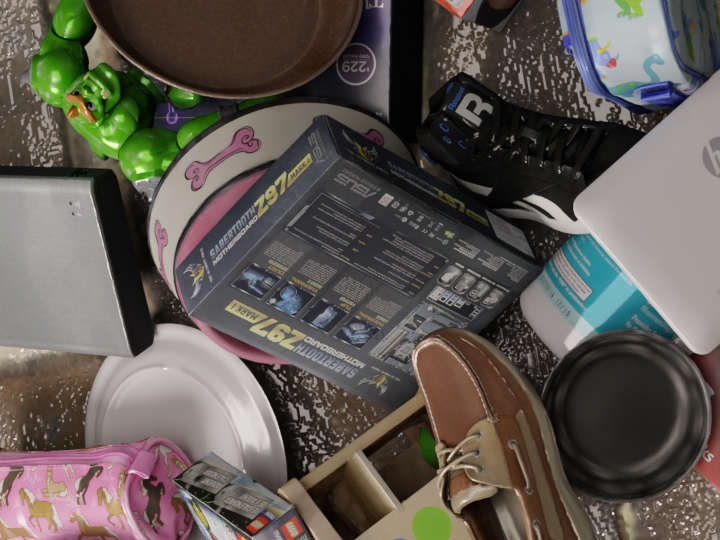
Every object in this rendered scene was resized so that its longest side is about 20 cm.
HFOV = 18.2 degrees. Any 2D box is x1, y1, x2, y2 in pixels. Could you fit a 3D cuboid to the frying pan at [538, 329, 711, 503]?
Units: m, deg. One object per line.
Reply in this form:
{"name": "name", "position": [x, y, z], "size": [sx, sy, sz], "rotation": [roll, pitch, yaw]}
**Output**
{"name": "frying pan", "position": [0.184, 0.059, 1.469], "size": [0.114, 0.031, 0.192], "rotation": [18, 97, -4]}

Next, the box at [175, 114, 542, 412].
{"name": "box", "position": [0.000, 0.000, 1.509], "size": [0.158, 0.199, 0.051], "rotation": [-46, 39, 22]}

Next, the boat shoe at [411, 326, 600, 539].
{"name": "boat shoe", "position": [0.086, 0.129, 1.452], "size": [0.076, 0.071, 0.201], "rotation": [-42, 72, 42]}

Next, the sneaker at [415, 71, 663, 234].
{"name": "sneaker", "position": [0.108, -0.084, 1.509], "size": [0.199, 0.112, 0.073], "rotation": [-1, 55, 54]}

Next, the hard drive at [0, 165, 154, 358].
{"name": "hard drive", "position": [-0.252, -0.010, 1.678], "size": [0.199, 0.033, 0.141], "rotation": [3, 115, 35]}

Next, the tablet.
{"name": "tablet", "position": [0.245, -0.055, 1.446], "size": [0.200, 0.014, 0.130], "rotation": [-40, 87, -17]}

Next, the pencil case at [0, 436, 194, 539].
{"name": "pencil case", "position": [-0.210, 0.167, 1.658], "size": [0.199, 0.086, 0.084], "rotation": [-5, 77, 37]}

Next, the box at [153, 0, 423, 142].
{"name": "box", "position": [-0.058, -0.164, 1.634], "size": [0.198, 0.079, 0.143], "rotation": [1, 93, 20]}

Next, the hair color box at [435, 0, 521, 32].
{"name": "hair color box", "position": [0.118, -0.267, 1.557], "size": [0.061, 0.101, 0.201], "rotation": [38, 103, 15]}

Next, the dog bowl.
{"name": "dog bowl", "position": [-0.046, -0.019, 1.563], "size": [0.200, 0.200, 0.074], "rotation": [-37, 41, 16]}

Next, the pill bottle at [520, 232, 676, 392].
{"name": "pill bottle", "position": [0.209, -0.016, 1.519], "size": [0.111, 0.111, 0.200], "rotation": [45, 104, 14]}

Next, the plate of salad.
{"name": "plate of salad", "position": [-0.126, 0.137, 1.670], "size": [0.199, 0.048, 0.202], "rotation": [8, 103, 37]}

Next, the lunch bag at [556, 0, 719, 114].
{"name": "lunch bag", "position": [0.182, -0.185, 1.480], "size": [0.082, 0.200, 0.162], "rotation": [-13, 85, 19]}

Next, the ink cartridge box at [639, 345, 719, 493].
{"name": "ink cartridge box", "position": [0.318, 0.096, 1.495], "size": [0.200, 0.084, 0.176], "rotation": [44, 104, 15]}

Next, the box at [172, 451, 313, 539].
{"name": "box", "position": [-0.047, 0.231, 1.559], "size": [0.040, 0.137, 0.201], "rotation": [-35, 115, -18]}

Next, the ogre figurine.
{"name": "ogre figurine", "position": [-0.153, -0.133, 1.583], "size": [0.200, 0.098, 0.120], "rotation": [43, 87, -1]}

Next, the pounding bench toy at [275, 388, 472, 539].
{"name": "pounding bench toy", "position": [0.031, 0.179, 1.585], "size": [0.156, 0.200, 0.125], "rotation": [-35, 79, -17]}

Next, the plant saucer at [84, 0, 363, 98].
{"name": "plant saucer", "position": [-0.098, -0.196, 1.543], "size": [0.198, 0.037, 0.202], "rotation": [6, 62, -11]}
